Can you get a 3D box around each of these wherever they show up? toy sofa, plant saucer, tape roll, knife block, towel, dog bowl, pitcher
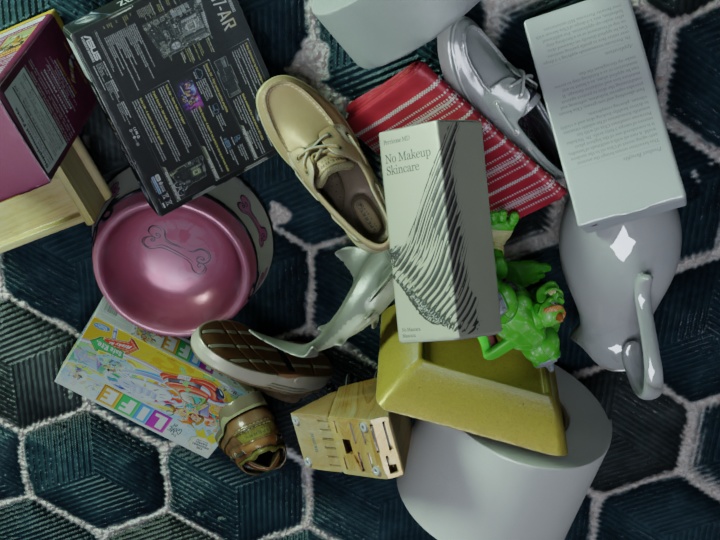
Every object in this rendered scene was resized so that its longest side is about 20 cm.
[{"bbox_3d":[-0.361,-0.072,1.361,0.199,0.098,0.083,-20,117,15],"label":"toy sofa"},{"bbox_3d":[0.120,0.095,1.365,0.199,0.200,0.049,16,116,-5],"label":"plant saucer"},{"bbox_3d":[0.151,0.195,1.420,0.201,0.203,0.140,16,121,-5],"label":"tape roll"},{"bbox_3d":[0.053,-0.268,1.151,0.200,0.201,0.066,-35,113,22],"label":"tape roll"},{"bbox_3d":[0.026,0.149,1.395,0.199,0.175,0.064,-4,106,52],"label":"knife block"},{"bbox_3d":[0.090,-0.118,1.304,0.200,0.023,0.144,39,148,-17],"label":"towel"},{"bbox_3d":[-0.193,-0.017,1.395,0.199,0.074,0.201,2,122,4],"label":"dog bowl"},{"bbox_3d":[0.267,0.013,1.319,0.120,0.172,0.201,-10,122,-10],"label":"pitcher"}]

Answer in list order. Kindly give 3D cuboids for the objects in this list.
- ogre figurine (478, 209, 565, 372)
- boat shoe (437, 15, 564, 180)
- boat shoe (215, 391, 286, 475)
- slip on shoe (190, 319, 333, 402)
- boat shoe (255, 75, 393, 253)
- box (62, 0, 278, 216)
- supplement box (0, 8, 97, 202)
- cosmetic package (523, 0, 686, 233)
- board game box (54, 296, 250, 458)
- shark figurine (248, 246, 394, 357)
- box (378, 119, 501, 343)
[{"bbox_3d":[0.153,0.025,1.328,0.098,0.120,0.200,-14,142,8],"label":"ogre figurine"},{"bbox_3d":[0.143,-0.162,1.269,0.068,0.072,0.201,-3,126,43],"label":"boat shoe"},{"bbox_3d":[-0.118,0.195,1.457,0.072,0.200,0.068,-26,73,-5],"label":"boat shoe"},{"bbox_3d":[-0.113,0.104,1.419,0.061,0.076,0.200,-43,150,23],"label":"slip on shoe"},{"bbox_3d":[-0.028,-0.105,1.265,0.071,0.065,0.200,-39,92,2],"label":"boat shoe"},{"bbox_3d":[-0.170,-0.177,1.274,0.160,0.044,0.201,-30,118,-12],"label":"box"},{"bbox_3d":[-0.342,-0.149,1.254,0.130,0.200,0.104,-18,118,16],"label":"supplement box"},{"bbox_3d":[0.228,-0.146,1.228,0.101,0.071,0.201,-15,83,14],"label":"cosmetic package"},{"bbox_3d":[-0.228,0.123,1.488,0.199,0.034,0.135,28,132,-12],"label":"board game box"},{"bbox_3d":[-0.010,0.018,1.360,0.214,0.128,0.089,-45,67,-8],"label":"shark figurine"},{"bbox_3d":[0.074,-0.035,1.233,0.082,0.068,0.201,-8,88,45],"label":"box"}]
